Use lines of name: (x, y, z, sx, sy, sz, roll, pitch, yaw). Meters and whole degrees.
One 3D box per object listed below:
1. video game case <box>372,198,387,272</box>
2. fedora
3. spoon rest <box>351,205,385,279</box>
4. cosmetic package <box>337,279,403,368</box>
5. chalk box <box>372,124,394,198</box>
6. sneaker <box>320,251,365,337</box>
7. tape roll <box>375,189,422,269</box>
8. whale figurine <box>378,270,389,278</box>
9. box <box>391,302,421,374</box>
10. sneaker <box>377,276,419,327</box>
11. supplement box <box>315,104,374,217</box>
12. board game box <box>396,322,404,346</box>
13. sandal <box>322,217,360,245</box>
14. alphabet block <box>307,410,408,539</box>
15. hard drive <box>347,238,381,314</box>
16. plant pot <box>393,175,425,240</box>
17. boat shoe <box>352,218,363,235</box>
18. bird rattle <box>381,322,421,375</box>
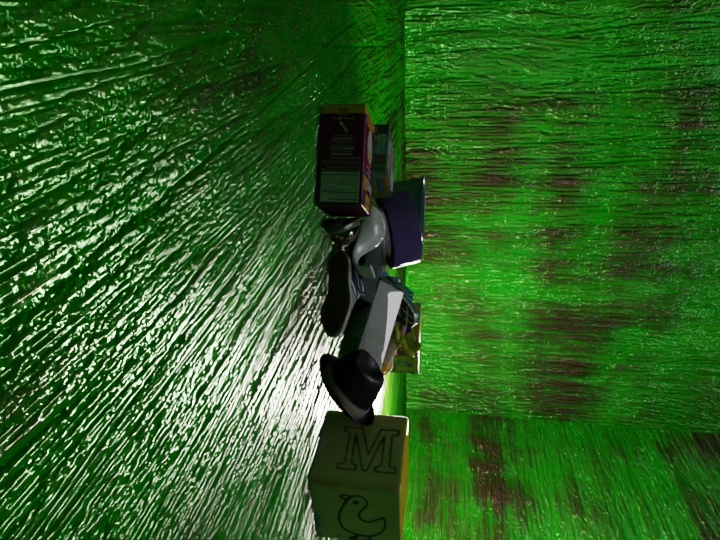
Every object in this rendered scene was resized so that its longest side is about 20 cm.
video game case: (0.038, -0.125, 1.586, 0.202, 0.023, 0.188, -114, -165, -59)
fedora: (-0.003, 0.234, 1.164, 0.202, 0.091, 0.201, 50, 11, -14)
spoon rest: (0.019, -0.068, 1.263, 0.204, 0.058, 0.101, -77, 155, -43)
cosmetic package: (0.025, 0.136, 1.346, 0.107, 0.083, 0.207, -12, -122, 61)
chalk box: (0.018, -0.287, 1.374, 0.201, 0.118, 0.129, 67, 28, -67)
sneaker: (-0.034, 0.072, 1.210, 0.109, 0.067, 0.207, 58, 30, -52)
tape roll: (0.104, -0.114, 1.506, 0.200, 0.082, 0.209, 168, -89, -81)
whale figurine: (0.052, 0.061, 1.699, 0.201, 0.099, 0.166, 64, 29, -71)
box: (0.110, 0.225, 1.831, 0.124, 0.184, 0.206, 80, 14, -51)
sneaker: (0.111, 0.071, 1.433, 0.201, 0.077, 0.080, -124, -147, -51)
supplement box: (-0.029, -0.228, 1.141, 0.131, 0.099, 0.209, 24, 68, -81)
board game box: (0.070, 0.177, 1.694, 0.200, 0.145, 0.048, -53, 144, -73)
sandal: (-0.033, -0.086, 1.204, 0.201, 0.076, 0.060, -15, 101, -81)
alphabet block: (0.005, 0.452, 1.190, 0.199, 0.191, 0.202, -74, 163, -55)
hard drive: (0.000, 0.000, 1.358, 0.134, 0.041, 0.207, -32, -137, 54)
plant pot: (0.113, -0.202, 1.753, 0.200, 0.188, 0.210, 1, 90, -80)
boat shoe: (0.009, -0.071, 1.530, 0.071, 0.070, 0.205, -84, 178, -48)
bird rattle: (0.057, 0.220, 1.405, 0.200, 0.112, 0.164, -43, -172, 48)
